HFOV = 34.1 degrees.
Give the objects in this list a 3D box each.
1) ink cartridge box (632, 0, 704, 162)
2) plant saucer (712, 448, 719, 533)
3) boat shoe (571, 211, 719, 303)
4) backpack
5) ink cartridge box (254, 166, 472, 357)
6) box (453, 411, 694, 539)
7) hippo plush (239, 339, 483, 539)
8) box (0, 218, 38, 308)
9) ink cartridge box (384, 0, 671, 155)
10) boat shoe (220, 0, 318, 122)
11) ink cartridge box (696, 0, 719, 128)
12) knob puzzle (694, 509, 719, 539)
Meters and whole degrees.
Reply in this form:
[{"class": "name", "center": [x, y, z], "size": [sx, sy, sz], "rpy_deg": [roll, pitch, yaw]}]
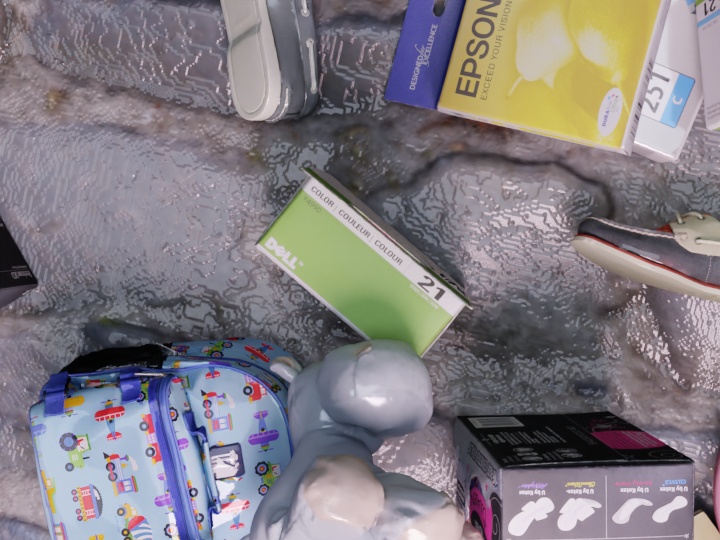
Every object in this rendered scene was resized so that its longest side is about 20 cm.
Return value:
[{"class": "ink cartridge box", "center": [0.195, -0.207, 0.892], "size": [0.175, 0.045, 0.201], "rpy_deg": [22, 93, 1]}, {"class": "plant saucer", "center": [0.365, 0.166, 0.892], "size": [0.199, 0.051, 0.202], "rpy_deg": [0, 90, 2]}, {"class": "boat shoe", "center": [0.259, -0.011, 0.884], "size": [0.199, 0.071, 0.063], "rpy_deg": [17, 87, 1]}, {"class": "backpack", "center": [-0.127, 0.142, 0.883], "size": [0.199, 0.135, 0.184], "rpy_deg": [-7, 93, 1]}, {"class": "ink cartridge box", "center": [0.000, 0.000, 0.834], "size": [0.148, 0.200, 0.076], "rpy_deg": [40, 94, 1]}, {"class": "box", "center": [0.141, 0.172, 0.827], "size": [0.131, 0.200, 0.115], "rpy_deg": [-1, 92, -4]}, {"class": "hippo plush", "center": [0.003, 0.140, 0.807], "size": [0.159, 0.161, 0.200], "rpy_deg": [30, 139, -22]}, {"class": "box", "center": [-0.329, -0.027, 0.851], "size": [0.079, 0.200, 0.142], "rpy_deg": [-32, 90, 4]}, {"class": "ink cartridge box", "center": [0.127, -0.204, 0.870], "size": [0.199, 0.047, 0.199], "rpy_deg": [15, 93, 17]}, {"class": "boat shoe", "center": [-0.067, -0.213, 0.909], "size": [0.062, 0.073, 0.201], "rpy_deg": [0, 84, -40]}, {"class": "ink cartridge box", "center": [0.293, -0.109, 0.783], "size": [0.075, 0.148, 0.201], "rpy_deg": [-2, 87, -7]}, {"class": "knob puzzle", "center": [0.241, 0.313, 0.919], "size": [0.218, 0.030, 0.221], "rpy_deg": [0, 92, 3]}]
